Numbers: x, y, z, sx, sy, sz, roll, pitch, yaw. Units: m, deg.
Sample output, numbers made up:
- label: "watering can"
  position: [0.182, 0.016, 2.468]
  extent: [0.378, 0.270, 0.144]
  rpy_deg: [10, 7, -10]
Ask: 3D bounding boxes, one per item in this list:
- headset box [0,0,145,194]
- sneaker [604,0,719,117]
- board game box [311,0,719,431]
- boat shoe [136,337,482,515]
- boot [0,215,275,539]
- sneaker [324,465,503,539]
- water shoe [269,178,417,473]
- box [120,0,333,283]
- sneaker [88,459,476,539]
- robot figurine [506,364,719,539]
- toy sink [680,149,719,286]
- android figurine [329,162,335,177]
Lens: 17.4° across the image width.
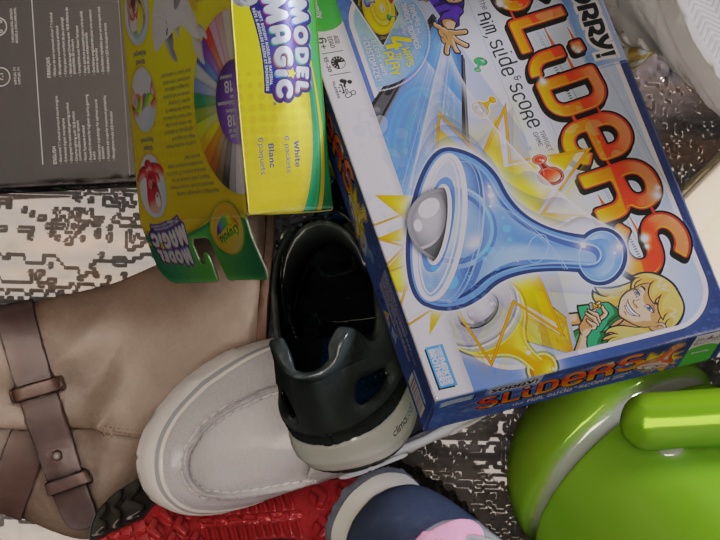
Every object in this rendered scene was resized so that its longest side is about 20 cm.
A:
- label: "headset box"
  position: [-0.199, -0.120, 1.125]
  extent: [0.200, 0.093, 0.174]
  rpy_deg: [-4, 91, 4]
- label: "sneaker"
  position: [0.144, -0.112, 1.053]
  extent: [0.074, 0.116, 0.200]
  rpy_deg: [-12, 58, -18]
- label: "board game box"
  position: [0.061, -0.042, 1.008]
  extent: [0.135, 0.034, 0.200]
  rpy_deg: [-14, 67, -14]
- label: "boat shoe"
  position: [-0.005, 0.064, 1.085]
  extent: [0.200, 0.069, 0.072]
  rpy_deg: [-13, 101, -30]
- label: "boot"
  position: [-0.117, 0.033, 1.128]
  extent: [0.146, 0.070, 0.200]
  rpy_deg: [3, 97, -4]
- label: "sneaker"
  position: [0.066, 0.165, 1.073]
  extent: [0.200, 0.082, 0.070]
  rpy_deg: [37, 87, -39]
- label: "water shoe"
  position: [0.000, 0.000, 1.047]
  extent: [0.071, 0.200, 0.079]
  rpy_deg: [-11, 127, 10]
- label: "box"
  position: [-0.061, -0.095, 1.031]
  extent: [0.048, 0.117, 0.200]
  rpy_deg: [-3, 91, -28]
- label: "sneaker"
  position: [-0.037, 0.141, 1.135]
  extent: [0.200, 0.096, 0.079]
  rpy_deg: [4, 53, -15]
- label: "robot figurine"
  position: [0.146, 0.117, 1.074]
  extent: [0.116, 0.175, 0.200]
  rpy_deg: [-31, 59, -17]
- label: "toy sink"
  position: [0.229, -0.050, 1.084]
  extent: [0.200, 0.130, 0.112]
  rpy_deg: [-44, 88, 4]
- label: "android figurine"
  position: [0.002, -0.146, 1.141]
  extent: [0.182, 0.041, 0.200]
  rpy_deg: [24, 90, 2]
